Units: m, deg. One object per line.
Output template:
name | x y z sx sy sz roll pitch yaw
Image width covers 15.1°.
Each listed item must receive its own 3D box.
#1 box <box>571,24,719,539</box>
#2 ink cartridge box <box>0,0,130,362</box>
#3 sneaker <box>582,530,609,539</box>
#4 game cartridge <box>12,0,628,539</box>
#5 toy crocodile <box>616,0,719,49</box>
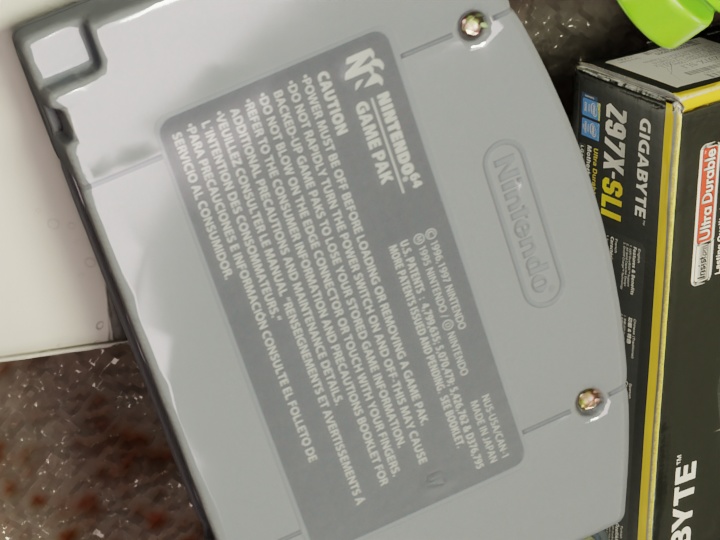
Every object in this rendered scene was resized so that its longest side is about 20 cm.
box | 0.135 0.016 0.865 0.160 0.049 0.200 -18 120 -37
ink cartridge box | -0.087 -0.058 0.759 0.200 0.083 0.147 -7 115 -17
sneaker | 0.055 0.118 0.815 0.081 0.074 0.200 -42 92 -5
game cartridge | 0.000 0.000 0.741 0.133 0.040 0.200 -21 114 -7
toy crocodile | 0.074 -0.118 0.733 0.200 0.062 0.067 32 124 -30
